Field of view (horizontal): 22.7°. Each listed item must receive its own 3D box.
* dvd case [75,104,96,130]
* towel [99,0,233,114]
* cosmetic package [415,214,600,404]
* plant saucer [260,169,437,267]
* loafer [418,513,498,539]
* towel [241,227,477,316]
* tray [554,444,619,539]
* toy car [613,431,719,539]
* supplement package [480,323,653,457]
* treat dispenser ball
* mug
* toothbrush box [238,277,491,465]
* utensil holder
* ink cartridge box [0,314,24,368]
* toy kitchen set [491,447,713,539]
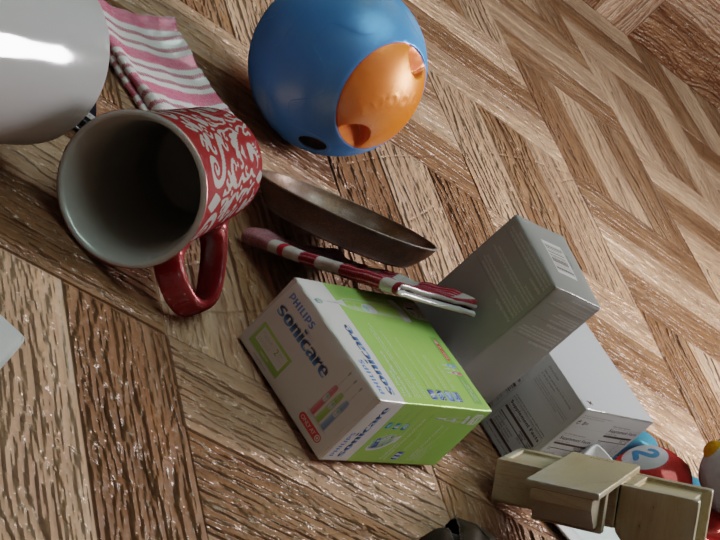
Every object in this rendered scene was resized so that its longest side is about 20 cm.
[{"bbox_3d":[-0.312,-0.221,1.699,0.149,0.016,0.200,36,23,-29],"label":"dvd case"},{"bbox_3d":[-0.198,-0.198,1.854,0.146,0.030,0.200,6,45,-58],"label":"towel"},{"bbox_3d":[0.126,0.052,1.787,0.090,0.200,0.107,21,35,-44],"label":"cosmetic package"},{"bbox_3d":[-0.019,-0.049,1.834,0.200,0.035,0.200,25,7,-3],"label":"plant saucer"},{"bbox_3d":[0.067,0.258,1.501,0.071,0.073,0.200,39,15,9],"label":"loafer"},{"bbox_3d":[0.000,0.000,1.737,0.200,0.023,0.144,19,2,37],"label":"towel"},{"bbox_3d":[0.274,0.284,1.843,0.200,0.022,0.107,48,58,4],"label":"tray"},{"bbox_3d":[0.384,0.228,1.955,0.177,0.200,0.184,41,21,-14],"label":"toy car"},{"bbox_3d":[0.190,0.111,1.921,0.156,0.111,0.200,15,38,-53],"label":"supplement package"},{"bbox_3d":[-0.026,-0.227,1.993,0.201,0.201,0.201,39,22,-19],"label":"treat dispenser ball"},{"bbox_3d":[-0.170,-0.063,1.585,0.133,0.178,0.200,12,13,12],"label":"mug"},{"bbox_3d":[0.007,0.095,1.637,0.200,0.086,0.146,13,37,-57],"label":"toothbrush box"},{"bbox_3d":[-0.316,-0.183,1.415,0.170,0.170,0.200,52,20,14],"label":"utensil holder"},{"bbox_3d":[-0.308,0.075,0.923,0.147,0.200,0.146,44,20,-6],"label":"ink cartridge box"},{"bbox_3d":[0.212,0.281,1.716,0.200,0.181,0.163,11,6,21],"label":"toy kitchen set"}]
